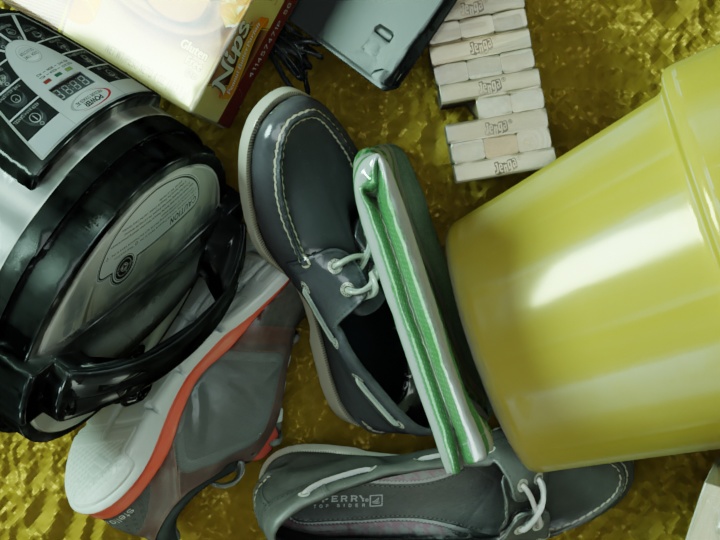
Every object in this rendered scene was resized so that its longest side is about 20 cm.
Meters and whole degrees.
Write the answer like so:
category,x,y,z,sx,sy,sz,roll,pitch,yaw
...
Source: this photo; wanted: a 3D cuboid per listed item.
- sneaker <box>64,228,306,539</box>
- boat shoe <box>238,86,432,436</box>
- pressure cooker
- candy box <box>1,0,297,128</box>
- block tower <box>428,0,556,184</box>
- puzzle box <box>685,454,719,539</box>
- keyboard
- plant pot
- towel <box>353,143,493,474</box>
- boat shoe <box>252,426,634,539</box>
category,x,y,z,sx,sy,sz,roll,pitch,yaw
sneaker,-0.069,0.056,1.014,0.082,0.077,0.200,40,87,-31
boat shoe,0.000,0.000,0.958,0.073,0.063,0.201,-37,126,-27
pressure cooker,-0.157,-0.018,0.937,0.200,0.179,0.176,33,86,14
candy box,-0.126,-0.171,0.977,0.200,0.055,0.116,31,93,18
block tower,0.054,-0.147,0.998,0.058,0.054,0.201,-10,91,2
puzzle box,0.161,0.159,0.934,0.025,0.200,0.134,19,94,13
keyboard,-0.042,-0.166,1.000,0.200,0.040,0.104,40,98,19
plant pot,0.149,0.006,0.936,0.188,0.201,0.202,-19,92,12
towel,0.033,0.011,0.931,0.023,0.200,0.153,-20,92,7
boat shoe,0.045,0.120,0.996,0.199,0.057,0.067,-3,114,-2
